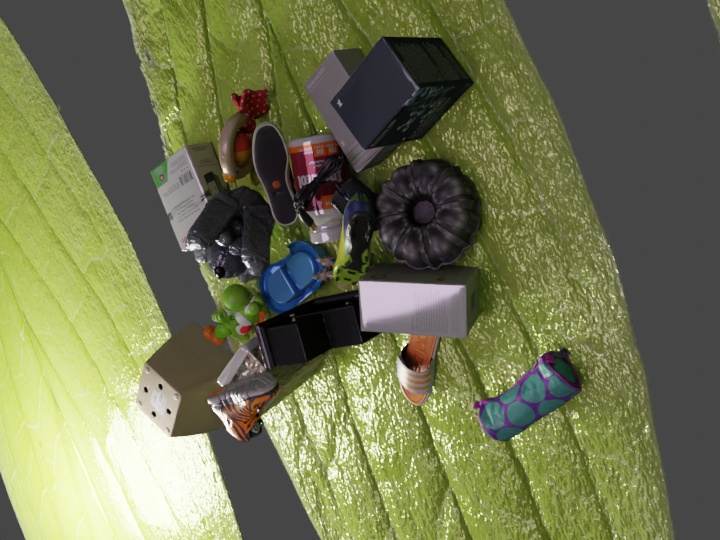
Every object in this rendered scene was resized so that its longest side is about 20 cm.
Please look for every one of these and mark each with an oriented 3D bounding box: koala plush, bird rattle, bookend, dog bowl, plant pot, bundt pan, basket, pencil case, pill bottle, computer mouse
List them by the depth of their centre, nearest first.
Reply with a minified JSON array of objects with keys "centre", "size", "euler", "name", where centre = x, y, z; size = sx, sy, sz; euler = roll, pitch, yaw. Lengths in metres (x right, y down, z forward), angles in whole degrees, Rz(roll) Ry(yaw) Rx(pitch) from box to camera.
[{"centre":[0.295,0.222,1.346],"size":[0.092,0.085,0.200],"euler":[42,125,-1],"name":"pencil case"},{"centre":[0.112,-0.104,1.349],"size":[0.197,0.076,0.207],"euler":[-1,86,18],"name":"bundt pan"},{"centre":[-0.031,-0.109,1.416],"size":[0.140,0.200,0.046],"euler":[-42,40,7],"name":"computer mouse"},{"centre":[-0.072,-0.162,1.488],"size":[0.111,0.112,0.205],"euler":[-2,102,36],"name":"pill bottle"},{"centre":[-0.070,0.112,1.510],"size":[0.196,0.199,0.094],"euler":[-12,97,38],"name":"bookend"},{"centre":[-0.236,-0.265,1.560],"size":[0.110,0.164,0.204],"euler":[16,123,11],"name":"bird rattle"},{"centre":[-0.268,-0.054,1.603],"size":[0.174,0.186,0.201],"euler":[20,142,-6],"name":"koala plush"},{"centre":[-0.182,0.203,1.622],"size":[0.124,0.199,0.136],"euler":[46,125,10],"name":"basket"},{"centre":[-0.137,0.012,1.625],"size":[0.199,0.049,0.113],"euler":[-38,80,36],"name":"dog bowl"},{"centre":[-0.424,0.279,1.832],"size":[0.199,0.176,0.203],"euler":[35,121,23],"name":"plant pot"}]

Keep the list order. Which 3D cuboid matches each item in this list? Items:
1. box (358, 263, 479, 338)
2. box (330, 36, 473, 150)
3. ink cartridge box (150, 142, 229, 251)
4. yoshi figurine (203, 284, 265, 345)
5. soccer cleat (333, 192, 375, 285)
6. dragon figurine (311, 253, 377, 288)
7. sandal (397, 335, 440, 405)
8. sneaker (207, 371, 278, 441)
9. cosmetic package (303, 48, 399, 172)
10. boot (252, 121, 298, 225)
[{"centre":[0.108,0.052,1.381],"size":[0.196,0.124,0.100],"euler":[3,105,20],"name":"box"},{"centre":[0.072,-0.302,1.287],"size":[0.148,0.199,0.108],"euler":[-43,77,36],"name":"box"},{"centre":[-0.373,-0.165,1.725],"size":[0.144,0.083,0.204],"euler":[-22,90,38],"name":"ink cartridge box"},{"centre":[-0.288,0.088,1.708],"size":[0.199,0.110,0.115],"euler":[-35,56,47],"name":"yoshi figurine"},{"centre":[-0.010,-0.054,1.393],"size":[0.063,0.085,0.202],"euler":[5,138,-8],"name":"soccer cleat"},{"centre":[0.000,0.000,1.510],"size":[0.195,0.100,0.060],"euler":[-2,106,-1],"name":"dragon figurine"},{"centre":[0.106,0.171,1.485],"size":[0.078,0.059,0.211],"euler":[21,115,30],"name":"sandal"},{"centre":[-0.213,0.274,1.518],"size":[0.198,0.077,0.113],"euler":[-19,106,44],"name":"sneaker"},{"centre":[-0.007,-0.301,1.418],"size":[0.107,0.090,0.202],"euler":[-40,81,40],"name":"cosmetic package"},{"centre":[-0.169,-0.201,1.532],"size":[0.071,0.145,0.204],"euler":[-12,106,-1],"name":"boot"}]
